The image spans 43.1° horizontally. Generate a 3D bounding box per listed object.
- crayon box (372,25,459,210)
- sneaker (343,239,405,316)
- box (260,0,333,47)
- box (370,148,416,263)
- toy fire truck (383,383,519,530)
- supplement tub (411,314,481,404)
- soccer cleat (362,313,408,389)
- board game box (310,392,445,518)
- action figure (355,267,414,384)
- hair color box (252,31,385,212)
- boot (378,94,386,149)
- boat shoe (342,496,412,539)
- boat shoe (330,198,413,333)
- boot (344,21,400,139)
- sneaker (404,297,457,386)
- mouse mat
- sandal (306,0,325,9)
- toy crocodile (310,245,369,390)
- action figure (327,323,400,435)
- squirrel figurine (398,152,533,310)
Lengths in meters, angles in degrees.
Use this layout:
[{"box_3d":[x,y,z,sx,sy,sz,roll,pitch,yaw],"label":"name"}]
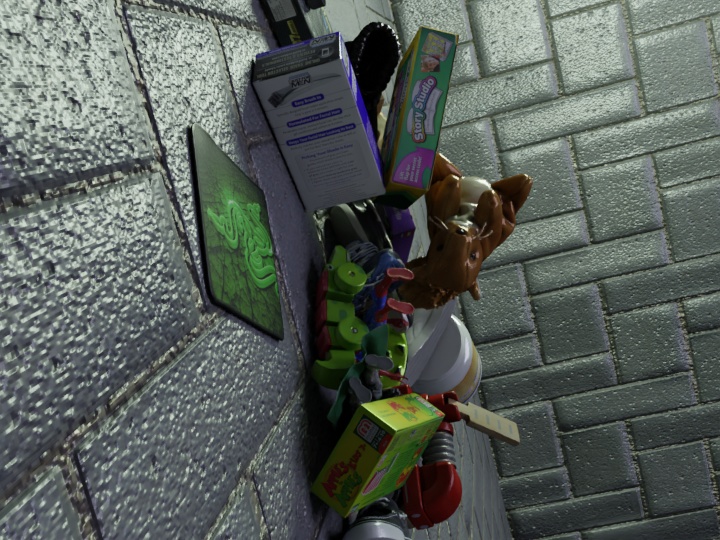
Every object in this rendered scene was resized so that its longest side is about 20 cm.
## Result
[{"box_3d":[0.071,-0.195,1.211,0.172,0.057,0.205,154,-53,-82],"label":"crayon box"},{"box_3d":[0.000,0.000,1.177,0.087,0.076,0.200,67,-18,10],"label":"sneaker"},{"box_3d":[-0.084,-0.352,1.261,0.201,0.050,0.160,65,16,-49],"label":"box"},{"box_3d":[0.036,-0.073,1.392,0.201,0.038,0.139,100,-27,-65],"label":"box"},{"box_3d":[0.110,0.240,1.199,0.129,0.196,0.179,62,18,-54],"label":"toy fire truck"},{"box_3d":[0.131,0.153,1.580,0.200,0.141,0.148,56,24,-65],"label":"supplement tub"},{"box_3d":[0.034,0.097,1.348,0.082,0.066,0.204,85,-1,-57],"label":"soccer cleat"},{"box_3d":[0.024,0.193,0.984,0.103,0.047,0.199,-59,162,7],"label":"board game box"},{"box_3d":[0.036,0.075,1.098,0.200,0.097,0.067,129,-31,-54],"label":"action figure"},{"box_3d":[-0.045,-0.173,1.097,0.066,0.107,0.202,-92,166,-44],"label":"hair color box"},{"box_3d":[0.029,-0.187,1.492,0.145,0.069,0.205,115,-42,-62],"label":"boot"},{"box_3d":[0.021,0.286,1.013,0.200,0.070,0.069,51,23,-63],"label":"boat shoe"},{"box_3d":[0.029,-0.011,1.280,0.202,0.060,0.074,60,-29,11],"label":"boat shoe"},{"box_3d":[0.003,-0.242,1.324,0.157,0.078,0.217,-163,-112,-71],"label":"boot"},{"box_3d":[0.062,0.101,1.468,0.202,0.114,0.074,-57,155,-24],"label":"sneaker"},{"box_3d":[-0.111,-0.029,0.848,0.200,0.007,0.165,50,29,-71],"label":"mouse mat"},{"box_3d":[-0.062,-0.439,1.237,0.076,0.042,0.204,54,24,-63],"label":"sandal"},{"box_3d":[-0.029,0.053,1.065,0.068,0.060,0.203,118,-23,-45],"label":"toy crocodile"},{"box_3d":[0.004,0.152,1.027,0.119,0.054,0.201,-51,165,-22],"label":"action figure"},{"box_3d":[0.125,-0.023,1.182,0.188,0.139,0.202,-72,-179,-50],"label":"squirrel figurine"}]
